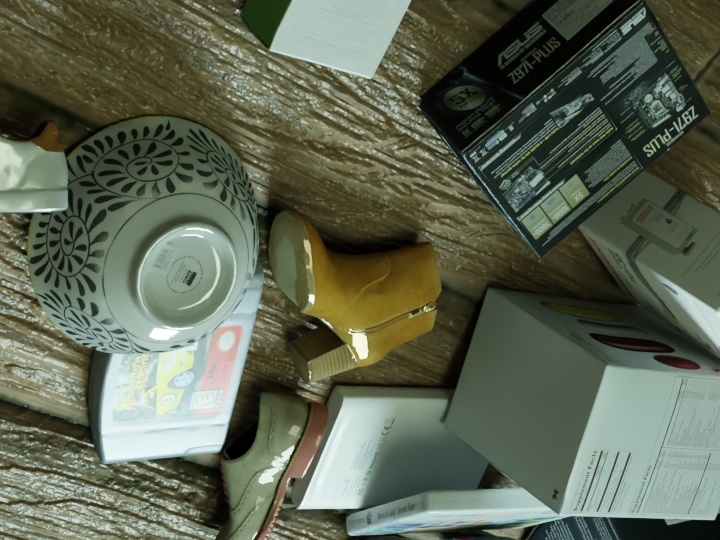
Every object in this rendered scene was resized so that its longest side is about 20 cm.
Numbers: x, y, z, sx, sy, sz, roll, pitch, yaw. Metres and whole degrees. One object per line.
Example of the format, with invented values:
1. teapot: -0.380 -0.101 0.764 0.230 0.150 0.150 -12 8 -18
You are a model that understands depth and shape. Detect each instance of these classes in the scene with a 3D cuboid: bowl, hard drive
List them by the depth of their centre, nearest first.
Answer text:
1. bowl: -0.152 -0.012 1.524 0.199 0.094 0.203 -12 115 -26
2. hard drive: 0.041 0.170 1.858 0.198 0.027 0.133 4 121 -33

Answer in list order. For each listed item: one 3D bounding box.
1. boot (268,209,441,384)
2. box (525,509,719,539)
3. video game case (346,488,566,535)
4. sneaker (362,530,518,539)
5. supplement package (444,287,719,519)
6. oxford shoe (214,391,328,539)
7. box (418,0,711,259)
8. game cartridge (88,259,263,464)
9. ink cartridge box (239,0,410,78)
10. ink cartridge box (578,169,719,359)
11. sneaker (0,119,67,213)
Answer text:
1. boot: 0.000 0.001 1.683 0.143 0.071 0.202 -26 137 -20
2. box: 0.295 0.276 1.989 0.198 0.125 0.197 -9 150 -25
3. video game case: 0.111 0.229 1.854 0.198 0.024 0.182 1 166 -25
4. sneaker: 0.077 0.300 1.946 0.198 0.085 0.121 -2 167 7
5. supplement package: 0.224 0.123 1.802 0.199 0.191 0.148 7 107 -36
6. oxford shoe: -0.101 0.190 1.774 0.074 0.071 0.201 23 114 -12
7. box: 0.176 -0.139 1.661 0.200 0.086 0.164 -41 134 3
8. game cartridge: -0.164 0.079 1.658 0.132 0.041 0.202 -1 124 -26
9. ink cartridge box: 0.001 -0.255 1.483 0.103 0.059 0.201 11 117 -37
10. ink cartridge box: 0.305 0.003 1.760 0.083 0.200 0.147 -47 134 -6
11. sneaker: -0.316 -0.083 1.433 0.198 0.073 0.086 -3 95 -22
